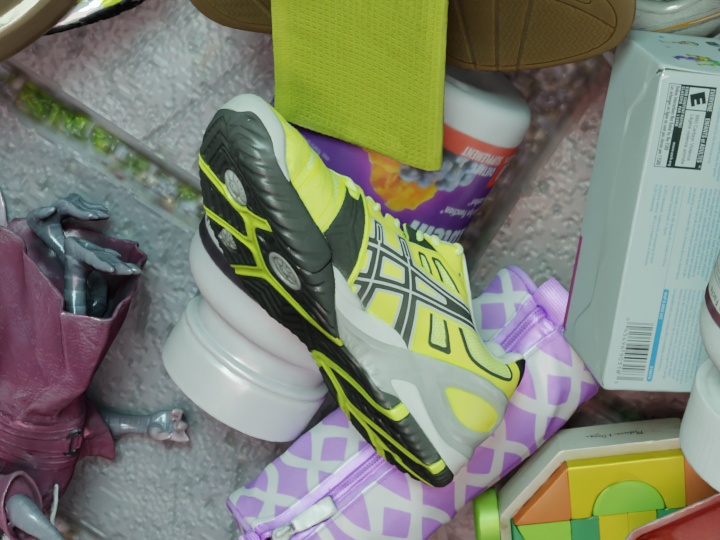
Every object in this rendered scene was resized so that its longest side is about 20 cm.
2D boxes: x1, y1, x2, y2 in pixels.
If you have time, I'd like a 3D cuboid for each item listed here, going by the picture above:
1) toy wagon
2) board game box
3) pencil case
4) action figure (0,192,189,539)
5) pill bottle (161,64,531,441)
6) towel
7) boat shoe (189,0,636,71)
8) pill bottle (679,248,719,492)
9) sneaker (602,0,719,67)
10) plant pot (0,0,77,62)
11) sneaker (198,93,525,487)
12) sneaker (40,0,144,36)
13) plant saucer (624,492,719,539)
[{"bbox_3d":[0.139,0.171,0.998,0.153,0.040,0.202,-6,112,1],"label":"toy wagon"},{"bbox_3d":[0.204,-0.022,0.895,0.198,0.064,0.149,4,110,-15],"label":"board game box"},{"bbox_3d":[0.024,0.084,0.952,0.200,0.086,0.084,-41,65,-7],"label":"pencil case"},{"bbox_3d":[-0.168,0.071,0.986,0.148,0.134,0.202,20,109,8],"label":"action figure"},{"bbox_3d":[-0.014,-0.021,0.945,0.111,0.111,0.201,32,108,-1],"label":"pill bottle"},{"bbox_3d":[-0.003,-0.126,0.797,0.085,0.018,0.201,23,140,21],"label":"towel"},{"bbox_3d":[0.023,-0.137,0.855,0.198,0.063,0.074,10,135,6],"label":"boat shoe"},{"bbox_3d":[0.201,-0.003,0.802,0.108,0.110,0.202,16,116,5],"label":"pill bottle"},{"bbox_3d":[0.182,-0.158,0.874,0.199,0.092,0.076,-38,68,15],"label":"sneaker"},{"bbox_3d":[-0.213,-0.194,0.897,0.198,0.093,0.203,-1,78,5],"label":"plant pot"},{"bbox_3d":[0.000,0.000,0.866,0.076,0.075,0.201,-43,118,-19],"label":"sneaker"},{"bbox_3d":[-0.183,-0.152,0.959,0.198,0.074,0.082,-6,101,9],"label":"sneaker"},{"bbox_3d":[0.256,0.162,0.936,0.199,0.037,0.201,-27,104,18],"label":"plant saucer"}]
